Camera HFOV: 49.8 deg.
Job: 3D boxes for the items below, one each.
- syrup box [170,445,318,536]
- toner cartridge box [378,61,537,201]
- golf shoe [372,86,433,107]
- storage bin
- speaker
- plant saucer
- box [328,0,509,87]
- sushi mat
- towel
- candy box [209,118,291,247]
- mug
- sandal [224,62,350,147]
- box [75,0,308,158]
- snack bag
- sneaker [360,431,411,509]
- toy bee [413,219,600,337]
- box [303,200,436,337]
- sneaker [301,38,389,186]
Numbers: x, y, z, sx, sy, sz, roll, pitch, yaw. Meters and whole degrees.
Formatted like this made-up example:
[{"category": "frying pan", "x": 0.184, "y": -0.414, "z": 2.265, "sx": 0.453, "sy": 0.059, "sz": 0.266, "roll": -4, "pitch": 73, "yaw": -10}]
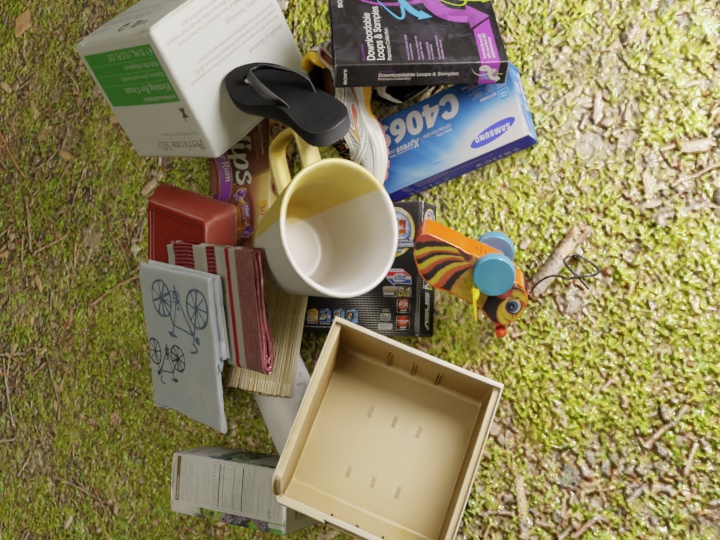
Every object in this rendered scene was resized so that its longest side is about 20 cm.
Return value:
[{"category": "syrup box", "x": -0.155, "y": 0.288, "z": 1.032, "sx": 0.196, "sy": 0.078, "sz": 0.084, "roll": -1, "pitch": 84, "yaw": 31}, {"category": "toner cartridge box", "x": 0.107, "y": -0.165, "z": 0.941, "sx": 0.196, "sy": 0.043, "sz": 0.097, "roll": -21, "pitch": 75, "yaw": 28}, {"category": "golf shoe", "x": 0.023, "y": -0.245, "z": 0.963, "sx": 0.196, "sy": 0.095, "sz": 0.079, "roll": -9, "pitch": 122, "yaw": 32}, {"category": "storage bin", "x": 0.027, "y": 0.190, "z": 0.848, "sx": 0.196, "sy": 0.094, "sz": 0.202, "roll": 21, "pitch": 72, "yaw": 7}, {"category": "speaker", "x": -0.107, "y": 0.142, "z": 1.017, "sx": 0.081, "sy": 0.081, "sz": 0.203, "roll": -36, "pitch": 69, "yaw": 22}, {"category": "plant saucer", "x": -0.237, "y": -0.002, "z": 1.053, "sx": 0.197, "sy": 0.036, "sz": 0.206, "roll": 19, "pitch": 111, "yaw": 45}, {"category": "box", "x": 0.061, "y": -0.271, "z": 0.894, "sx": 0.194, "sy": 0.037, "sz": 0.146, "roll": -3, "pitch": 53, "yaw": -3}, {"category": "sushi mat", "x": -0.114, "y": 0.056, "z": 0.991, "sx": 0.093, "sy": 0.012, "sz": 0.206, "roll": 5, "pitch": 77, "yaw": 17}, {"category": "towel", "x": -0.175, "y": 0.040, "z": 0.953, "sx": 0.197, "sy": 0.022, "sz": 0.148, "roll": 7, "pitch": 104, "yaw": 46}, {"category": "candy box", "x": -0.155, "y": -0.125, "z": 1.090, "sx": 0.114, "sy": 0.056, "sz": 0.206, "roll": -5, "pitch": 84, "yaw": 33}, {"category": "mug", "x": -0.050, "y": -0.054, "z": 0.914, "sx": 0.152, "sy": 0.146, "sz": 0.192, "roll": -17, "pitch": 58, "yaw": 61}, {"category": "sandal", "x": -0.083, "y": -0.202, "z": 0.875, "sx": 0.076, "sy": 0.043, "sz": 0.198, "roll": -42, "pitch": 49, "yaw": -21}, {"category": "box", "x": -0.216, "y": -0.272, "z": 1.013, "sx": 0.196, "sy": 0.174, "sz": 0.201, "roll": 8, "pitch": 46, "yaw": 43}, {"category": "snack bag", "x": -0.222, "y": 0.095, "z": 0.987, "sx": 0.186, "sy": 0.021, "sz": 0.206, "roll": 8, "pitch": 105, "yaw": 47}, {"category": "sneaker", "x": 0.023, "y": 0.195, "z": 0.933, "sx": 0.077, "sy": 0.079, "sz": 0.202, "roll": -40, "pitch": 66, "yaw": 21}, {"category": "toy bee", "x": 0.145, "y": 0.022, "z": 0.863, "sx": 0.197, "sy": 0.131, "sz": 0.111, "roll": 26, "pitch": 122, "yaw": 20}, {"category": "box", "x": 0.000, "y": 0.000, "z": 0.988, "sx": 0.196, "sy": 0.044, "sz": 0.165, "roll": 0, "pitch": 85, "yaw": 32}, {"category": "sneaker", "x": -0.025, "y": -0.174, "z": 0.941, "sx": 0.077, "sy": 0.081, "sz": 0.205, "roll": -2, "pitch": 106, "yaw": 54}]
